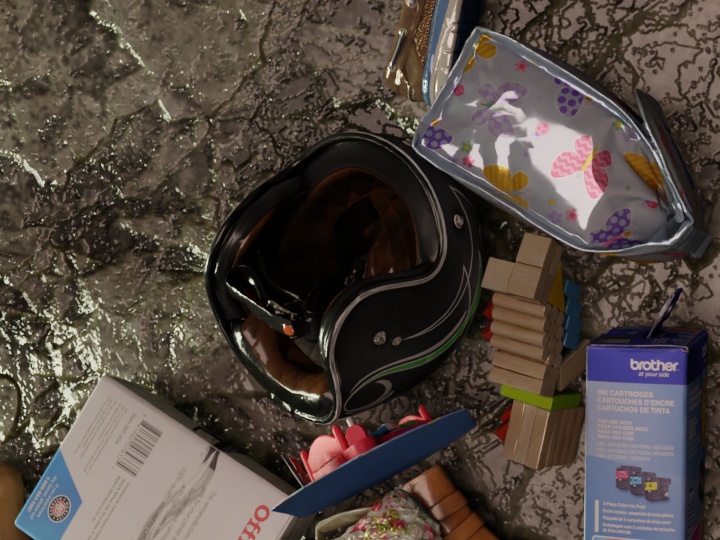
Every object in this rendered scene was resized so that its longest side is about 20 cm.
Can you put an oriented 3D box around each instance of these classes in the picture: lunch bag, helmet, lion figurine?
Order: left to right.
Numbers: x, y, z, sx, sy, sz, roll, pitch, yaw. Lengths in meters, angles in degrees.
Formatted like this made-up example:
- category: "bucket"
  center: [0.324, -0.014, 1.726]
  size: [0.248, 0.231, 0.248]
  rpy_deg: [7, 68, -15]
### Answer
- category: "lion figurine"
  center: [-0.313, 0.224, 1.348]
  size: [0.122, 0.073, 0.201]
  rpy_deg: [-23, 61, -1]
- category: "helmet"
  center: [0.000, 0.000, 1.170]
  size: [0.191, 0.200, 0.200]
  rpy_deg: [-39, 77, -26]
- category: "lunch bag"
  center: [0.161, -0.079, 1.120]
  size: [0.200, 0.170, 0.127]
  rpy_deg: [35, 100, 17]

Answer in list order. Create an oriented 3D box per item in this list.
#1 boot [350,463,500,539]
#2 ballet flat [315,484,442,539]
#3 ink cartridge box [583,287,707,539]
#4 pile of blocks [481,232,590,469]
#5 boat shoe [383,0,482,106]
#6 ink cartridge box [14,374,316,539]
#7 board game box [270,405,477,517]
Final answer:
- category: "boot"
  center: [0.096, 0.221, 1.221]
  size: [0.200, 0.077, 0.156]
  rpy_deg: [-27, 80, 27]
- category: "ballet flat"
  center: [-0.031, 0.229, 1.199]
  size: [0.199, 0.076, 0.064]
  rpy_deg: [-27, 61, 5]
- category: "ink cartridge box"
  center: [0.208, 0.114, 1.131]
  size: [0.076, 0.136, 0.201]
  rpy_deg: [0, 94, 18]
- category: "pile of blocks"
  center: [0.128, 0.057, 1.183]
  size: [0.062, 0.082, 0.201]
  rpy_deg: [15, 121, 35]
- category: "boat shoe"
  center: [0.057, -0.228, 1.199]
  size: [0.072, 0.072, 0.201]
  rpy_deg: [14, 98, 20]
- category: "ink cartridge box"
  center: [-0.156, 0.200, 1.282]
  size: [0.200, 0.084, 0.145]
  rpy_deg: [31, 89, 16]
- category: "board game box"
  center: [0.006, 0.131, 1.174]
  size: [0.158, 0.200, 0.039]
  rpy_deg: [-28, 77, 2]
